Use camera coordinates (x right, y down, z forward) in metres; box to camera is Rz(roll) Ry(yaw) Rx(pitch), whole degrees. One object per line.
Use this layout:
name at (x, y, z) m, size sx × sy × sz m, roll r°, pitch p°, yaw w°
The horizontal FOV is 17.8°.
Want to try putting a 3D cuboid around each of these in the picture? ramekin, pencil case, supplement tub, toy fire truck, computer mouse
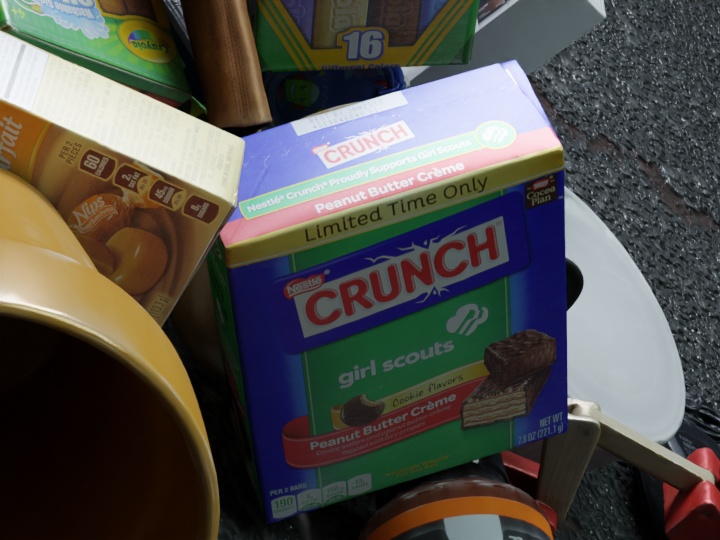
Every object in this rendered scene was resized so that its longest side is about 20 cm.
ramekin at (0.102, 0.040, 1.410) m, size 0.202 × 0.094 × 0.203 m, roll 37°, pitch 34°, yaw -30°
pencil case at (-0.021, -0.164, 1.326) m, size 0.087 × 0.078 × 0.200 m, roll 8°, pitch 49°, yaw -18°
supplement tub at (0.055, 0.180, 1.171) m, size 0.107 × 0.107 × 0.200 m, roll 29°, pitch 38°, yaw -40°
toy fire truck at (0.103, 0.113, 1.281) m, size 0.200 × 0.141 × 0.049 m, roll 42°, pitch 30°, yaw -23°
computer mouse at (0.217, 0.148, 1.524) m, size 0.138 × 0.053 × 0.200 m, roll 32°, pitch 25°, yaw -38°

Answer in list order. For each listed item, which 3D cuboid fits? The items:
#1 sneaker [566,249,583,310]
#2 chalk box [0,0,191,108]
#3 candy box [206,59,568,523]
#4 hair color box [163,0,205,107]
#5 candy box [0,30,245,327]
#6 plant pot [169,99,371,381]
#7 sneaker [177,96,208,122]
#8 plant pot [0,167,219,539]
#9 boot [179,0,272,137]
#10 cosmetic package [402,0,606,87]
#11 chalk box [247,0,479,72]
sneaker at (0.028, -0.047, 1.257) m, size 0.200 × 0.084 × 0.121 m, roll 23°, pitch 27°, yaw -40°
chalk box at (-0.175, -0.111, 1.113) m, size 0.125 × 0.124 × 0.200 m, roll 16°, pitch 46°, yaw -50°
candy box at (0.014, 0.013, 1.125) m, size 0.077 × 0.169 × 0.200 m, roll -117°, pitch -165°, yaw -45°
hair color box at (-0.079, -0.141, 1.362) m, size 0.100 × 0.060 × 0.200 m, roll 58°, pitch 27°, yaw 4°
candy box at (-0.164, -0.042, 1.002) m, size 0.200 × 0.116 × 0.055 m, roll 23°, pitch 34°, yaw -14°
plant pot at (0.000, 0.000, 1.181) m, size 0.200 × 0.200 × 0.028 m, roll 28°, pitch 25°, yaw -40°
sneaker at (-0.081, -0.045, 1.231) m, size 0.200 × 0.074 × 0.084 m, roll 52°, pitch -3°, yaw -35°
plant pot at (-0.165, 0.051, 0.907) m, size 0.200 × 0.200 × 0.183 m, roll 39°, pitch 16°, yaw -28°
boot at (-0.073, -0.160, 1.160) m, size 0.188 × 0.068 × 0.201 m, roll -178°, pitch -106°, yaw -80°
cosmetic package at (0.058, -0.138, 1.419) m, size 0.051 × 0.200 × 0.083 m, roll 39°, pitch 31°, yaw -27°
chalk box at (0.000, -0.216, 1.188) m, size 0.123 × 0.200 × 0.125 m, roll -2°, pitch 51°, yaw -9°
